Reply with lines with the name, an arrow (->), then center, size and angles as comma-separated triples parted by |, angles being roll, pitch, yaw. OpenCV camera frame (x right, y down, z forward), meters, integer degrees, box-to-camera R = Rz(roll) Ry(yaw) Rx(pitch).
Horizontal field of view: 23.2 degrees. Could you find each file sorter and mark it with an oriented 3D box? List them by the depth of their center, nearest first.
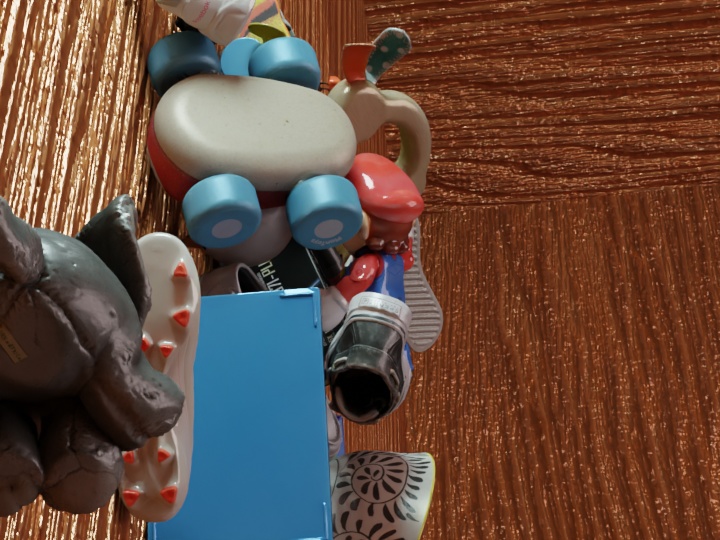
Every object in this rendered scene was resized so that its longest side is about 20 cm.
file sorter -> -0.091, 0.133, 1.375 | 0.123, 0.137, 0.203 | 81, 5, -70

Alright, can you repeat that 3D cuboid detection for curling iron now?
curling iron -> -0.015, -0.005, 1.647 | 0.201, 0.049, 0.026 | 53, 17, -24

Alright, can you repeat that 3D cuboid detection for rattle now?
rattle -> -0.015, -0.146, 1.573 | 0.143, 0.129, 0.201 | 56, -12, 50

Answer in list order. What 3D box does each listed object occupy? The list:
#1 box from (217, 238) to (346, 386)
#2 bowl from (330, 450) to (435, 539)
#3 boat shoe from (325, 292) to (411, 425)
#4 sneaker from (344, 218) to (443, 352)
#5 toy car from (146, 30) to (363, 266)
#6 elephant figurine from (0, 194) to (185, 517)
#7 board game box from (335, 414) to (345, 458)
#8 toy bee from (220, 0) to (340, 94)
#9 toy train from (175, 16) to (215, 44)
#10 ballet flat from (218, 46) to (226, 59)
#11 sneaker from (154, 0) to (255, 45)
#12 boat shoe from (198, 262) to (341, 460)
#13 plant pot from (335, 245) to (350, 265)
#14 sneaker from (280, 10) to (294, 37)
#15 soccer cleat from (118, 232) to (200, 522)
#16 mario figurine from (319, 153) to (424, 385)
box -> -0.068, 0.028, 1.718 | 0.200, 0.085, 0.165 | 52, 13, -81
bowl -> -0.024, 0.226, 1.471 | 0.202, 0.093, 0.201 | -61, -170, 19
boat shoe -> -0.001, 0.085, 1.379 | 0.201, 0.071, 0.072 | 90, 18, -65
sneaker -> 0.011, -0.013, 1.729 | 0.104, 0.075, 0.202 | 28, -32, 43
toy car -> -0.110, -0.065, 1.487 | 0.201, 0.175, 0.186 | 120, -38, -47
elephant figurine -> -0.165, 0.020, 0.878 | 0.141, 0.155, 0.201 | 34, 17, -22
board game box -> -0.067, 0.246, 1.567 | 0.152, 0.045, 0.203 | -27, 119, -51
toy bee -> -0.075, -0.182, 1.627 | 0.131, 0.107, 0.203 | -110, -171, -81
toy train -> -0.137, -0.155, 1.644 | 0.046, 0.034, 0.202 | -118, -166, -51
ballet flat -> -0.109, -0.195, 1.870 | 0.200, 0.068, 0.070 | 57, 28, -78
sneaker -> -0.152, -0.275, 1.447 | 0.078, 0.099, 0.201 | -52, -139, 25
boat shoe -> -0.068, 0.078, 1.500 | 0.201, 0.068, 0.072 | 58, 33, -10
plant pot -> -0.070, -0.088, 1.799 | 0.201, 0.027, 0.200 | 50, 0, 0
sneaker -> -0.133, -0.278, 1.741 | 0.089, 0.074, 0.200 | 63, 6, 17
soccer cleat -> -0.146, 0.075, 1.235 | 0.078, 0.068, 0.203 | -75, 167, -89
mario figurine -> 0.000, 0.000, 1.516 | 0.123, 0.105, 0.203 | -133, -136, -85
